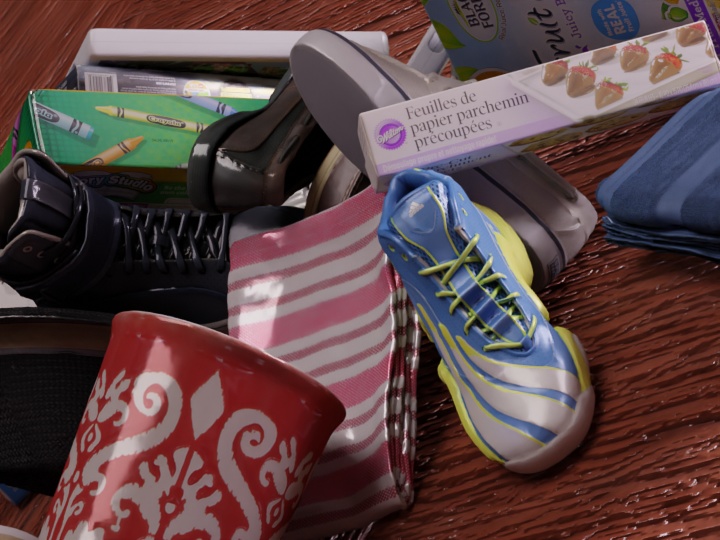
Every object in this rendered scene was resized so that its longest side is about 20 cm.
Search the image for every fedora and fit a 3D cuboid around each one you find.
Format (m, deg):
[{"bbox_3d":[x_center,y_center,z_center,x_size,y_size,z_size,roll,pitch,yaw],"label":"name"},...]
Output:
[{"bbox_3d":[-0.173,0.087,1.820,0.200,0.200,0.092,-17,63,49],"label":"fedora"}]

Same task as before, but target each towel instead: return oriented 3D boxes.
[{"bbox_3d":[-0.027,0.056,1.660,0.146,0.030,0.201,-23,54,41],"label":"towel"},{"bbox_3d":[0.206,-0.048,1.531,0.112,0.049,0.200,-43,19,-15],"label":"towel"}]

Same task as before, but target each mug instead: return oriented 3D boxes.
[{"bbox_3d":[-0.099,0.147,1.580,0.133,0.178,0.201,16,73,22],"label":"mug"}]

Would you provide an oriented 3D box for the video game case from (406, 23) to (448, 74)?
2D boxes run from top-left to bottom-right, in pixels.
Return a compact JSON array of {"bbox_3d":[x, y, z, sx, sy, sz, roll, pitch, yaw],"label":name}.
[{"bbox_3d":[0.041,-0.129,1.890,0.183,0.022,0.200,-59,0,-25],"label":"video game case"}]

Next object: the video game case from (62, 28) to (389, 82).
[{"bbox_3d":[-0.100,-0.118,1.986,0.182,0.199,0.023,133,134,-66],"label":"video game case"}]

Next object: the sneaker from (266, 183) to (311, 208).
[{"bbox_3d":[-0.079,0.022,1.871,0.200,0.078,0.091,-34,32,31],"label":"sneaker"}]

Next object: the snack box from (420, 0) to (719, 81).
[{"bbox_3d":[0.131,-0.183,1.703,0.199,0.169,0.068,-12,33,29],"label":"snack box"}]

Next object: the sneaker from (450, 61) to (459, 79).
[{"bbox_3d":[0.062,-0.063,1.787,0.072,0.073,0.200,-29,26,27],"label":"sneaker"}]

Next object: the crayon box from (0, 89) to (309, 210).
[{"bbox_3d":[-0.126,-0.054,1.893,0.119,0.199,0.058,122,142,-49],"label":"crayon box"}]

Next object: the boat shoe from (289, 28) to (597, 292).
[{"bbox_3d":[0.050,-0.075,1.688,0.070,0.200,0.071,-42,-16,-29],"label":"boat shoe"}]

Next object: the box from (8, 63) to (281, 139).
[{"bbox_3d":[-0.116,-0.088,1.970,0.137,0.199,0.040,145,123,-60],"label":"box"}]

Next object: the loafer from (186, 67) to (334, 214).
[{"bbox_3d":[-0.030,-0.077,1.789,0.063,0.072,0.200,12,27,26],"label":"loafer"}]

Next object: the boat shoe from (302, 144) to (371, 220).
[{"bbox_3d":[0.000,0.000,1.735,0.072,0.072,0.201,27,90,53],"label":"boat shoe"}]

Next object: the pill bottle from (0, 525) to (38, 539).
[{"bbox_3d":[-0.214,0.236,1.634,0.111,0.111,0.200,-35,22,18],"label":"pill bottle"}]

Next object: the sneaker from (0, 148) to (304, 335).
[{"bbox_3d":[-0.132,-0.020,1.787,0.202,0.146,0.077,-15,53,25],"label":"sneaker"}]

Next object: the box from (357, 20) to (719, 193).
[{"bbox_3d":[0.098,-0.089,1.632,0.199,0.039,0.041,-15,-12,-6],"label":"box"}]

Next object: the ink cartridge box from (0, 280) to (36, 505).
[{"bbox_3d":[-0.201,0.045,2.023,0.200,0.084,0.146,-43,20,-5],"label":"ink cartridge box"}]

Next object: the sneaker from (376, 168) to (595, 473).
[{"bbox_3d":[0.053,0.019,1.553,0.076,0.105,0.200,-39,36,10],"label":"sneaker"}]
